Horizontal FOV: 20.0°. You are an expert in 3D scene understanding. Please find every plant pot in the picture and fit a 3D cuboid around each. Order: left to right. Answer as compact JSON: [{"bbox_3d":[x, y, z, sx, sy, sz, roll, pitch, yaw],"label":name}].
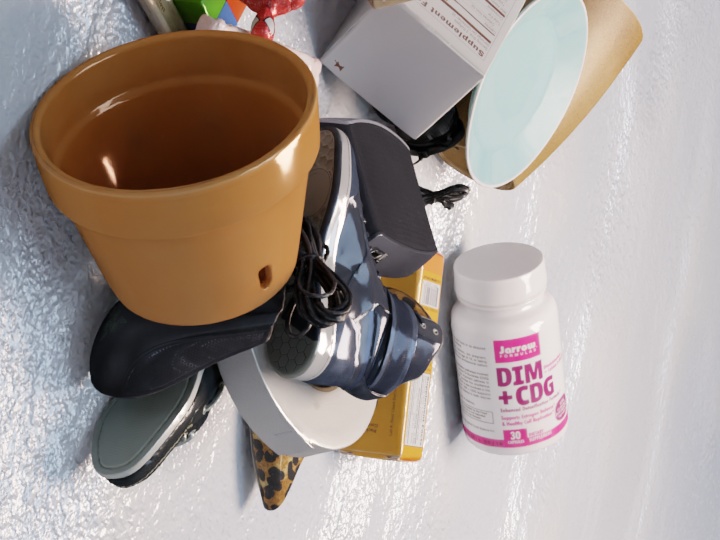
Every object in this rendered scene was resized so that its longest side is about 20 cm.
[{"bbox_3d":[-0.121,-0.057,1.428,0.200,0.199,0.141,-57,149,-45],"label":"plant pot"},{"bbox_3d":[0.158,-0.190,2.048,0.201,0.186,0.186,-62,149,-13],"label":"plant pot"}]

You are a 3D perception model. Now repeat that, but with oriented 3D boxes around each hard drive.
[{"bbox_3d":[0.014,-0.064,1.741,0.200,0.042,0.136,13,60,-72],"label":"hard drive"}]

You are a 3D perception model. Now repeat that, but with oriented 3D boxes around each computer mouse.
[{"bbox_3d":[-0.114,0.022,1.478,0.053,0.199,0.139,64,0,-36],"label":"computer mouse"}]

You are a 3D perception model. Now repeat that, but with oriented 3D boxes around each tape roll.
[{"bbox_3d":[-0.050,0.048,1.616,0.203,0.037,0.204,33,50,-51],"label":"tape roll"}]

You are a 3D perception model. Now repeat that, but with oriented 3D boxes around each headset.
[{"bbox_3d":[0.067,-0.151,1.926,0.124,0.093,0.201,51,41,-56],"label":"headset"}]

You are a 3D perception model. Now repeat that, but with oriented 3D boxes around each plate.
[{"bbox_3d":[0.149,-0.174,1.909,0.200,0.025,0.201,-41,147,-34],"label":"plate"}]

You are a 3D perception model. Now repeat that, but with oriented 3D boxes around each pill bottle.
[{"bbox_3d":[0.153,0.080,2.127,0.113,0.113,0.201,-46,134,-54],"label":"pill bottle"}]

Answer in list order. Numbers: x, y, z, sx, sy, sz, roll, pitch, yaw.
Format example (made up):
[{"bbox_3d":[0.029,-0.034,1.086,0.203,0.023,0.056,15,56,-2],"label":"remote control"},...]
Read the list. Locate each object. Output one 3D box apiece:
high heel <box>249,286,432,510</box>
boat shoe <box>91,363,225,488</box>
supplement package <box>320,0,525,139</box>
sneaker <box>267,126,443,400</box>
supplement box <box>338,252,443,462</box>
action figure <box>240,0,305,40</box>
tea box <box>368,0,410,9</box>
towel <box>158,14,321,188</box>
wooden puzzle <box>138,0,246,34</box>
[{"bbox_3d":[-0.017,0.109,1.728,0.071,0.142,0.201,29,68,-64],"label":"high heel"},{"bbox_3d":[-0.139,0.097,1.545,0.200,0.075,0.061,-61,139,-41],"label":"boat shoe"},{"bbox_3d":[0.070,-0.240,1.840,0.117,0.117,0.200,39,48,-11],"label":"supplement package"},{"bbox_3d":[-0.001,0.001,1.593,0.146,0.077,0.204,20,69,-43],"label":"sneaker"},{"bbox_3d":[0.029,0.077,1.916,0.069,0.066,0.201,23,74,-67],"label":"supplement box"},{"bbox_3d":[-0.063,-0.269,1.556,0.052,0.065,0.201,69,27,-83],"label":"action figure"},{"bbox_3d":[0.036,-0.351,1.683,0.200,0.133,0.198,-112,-170,-58],"label":"tea box"},{"bbox_3d":[-0.104,-0.088,1.602,0.191,0.032,0.201,8,98,-66],"label":"towel"},{"bbox_3d":[-0.118,-0.267,1.564,0.186,0.046,0.201,61,41,-50],"label":"wooden puzzle"}]
